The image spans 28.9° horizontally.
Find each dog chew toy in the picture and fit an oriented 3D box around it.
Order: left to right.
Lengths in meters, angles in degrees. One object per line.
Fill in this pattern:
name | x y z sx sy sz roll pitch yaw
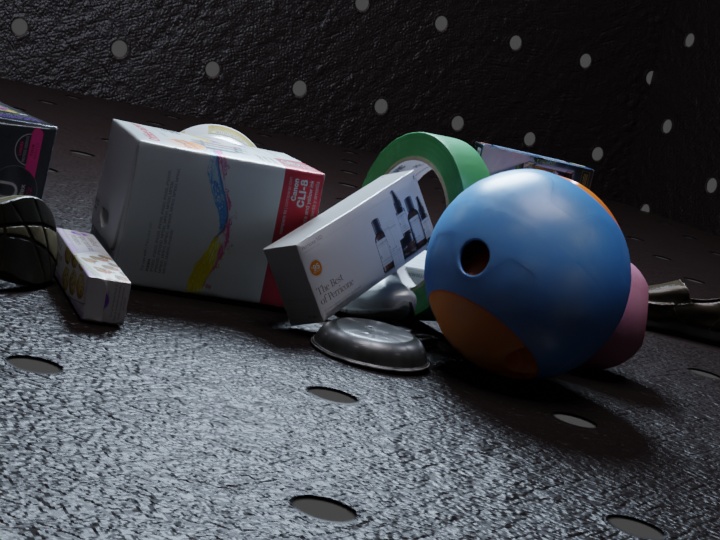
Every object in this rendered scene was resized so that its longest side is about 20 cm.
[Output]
dog chew toy | 0.205 0.037 1.494 0.197 0.126 0.125 6 8 6

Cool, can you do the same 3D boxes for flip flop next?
flip flop | -0.334 -0.021 1.209 0.057 0.082 0.199 2 8 30

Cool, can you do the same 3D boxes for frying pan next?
frying pan | 0.039 0.070 1.327 0.188 0.031 0.114 2 15 -39

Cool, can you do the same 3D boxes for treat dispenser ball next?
treat dispenser ball | 0.160 0.004 1.346 0.198 0.203 0.201 13 9 -2

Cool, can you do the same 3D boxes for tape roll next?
tape roll | 0.067 -0.047 1.517 0.048 0.203 0.200 6 11 -36

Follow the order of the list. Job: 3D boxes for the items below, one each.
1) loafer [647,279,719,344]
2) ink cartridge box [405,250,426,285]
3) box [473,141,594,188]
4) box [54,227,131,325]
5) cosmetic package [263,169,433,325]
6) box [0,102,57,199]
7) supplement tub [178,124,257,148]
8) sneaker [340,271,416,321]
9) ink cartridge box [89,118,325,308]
loafer | 0.415 0.044 1.894 0.198 0.072 0.073 13 9 -5
ink cartridge box | 0.026 -0.006 1.720 0.198 0.041 0.200 9 10 -25
box | 0.175 -0.033 1.593 0.135 0.202 0.038 11 9 -13
box | -0.246 0.003 1.261 0.038 0.042 0.200 10 11 -22
cosmetic package | -0.005 -0.026 1.390 0.050 0.083 0.200 -10 18 43
box | -0.419 -0.121 1.493 0.105 0.124 0.199 7 11 -38
supplement tub | -0.174 -0.093 1.617 0.143 0.146 0.200 12 9 -8
sneaker | 0.000 0.000 1.498 0.074 0.088 0.200 10 11 -32
ink cartridge box | -0.162 -0.058 1.423 0.198 0.146 0.145 9 10 -23
